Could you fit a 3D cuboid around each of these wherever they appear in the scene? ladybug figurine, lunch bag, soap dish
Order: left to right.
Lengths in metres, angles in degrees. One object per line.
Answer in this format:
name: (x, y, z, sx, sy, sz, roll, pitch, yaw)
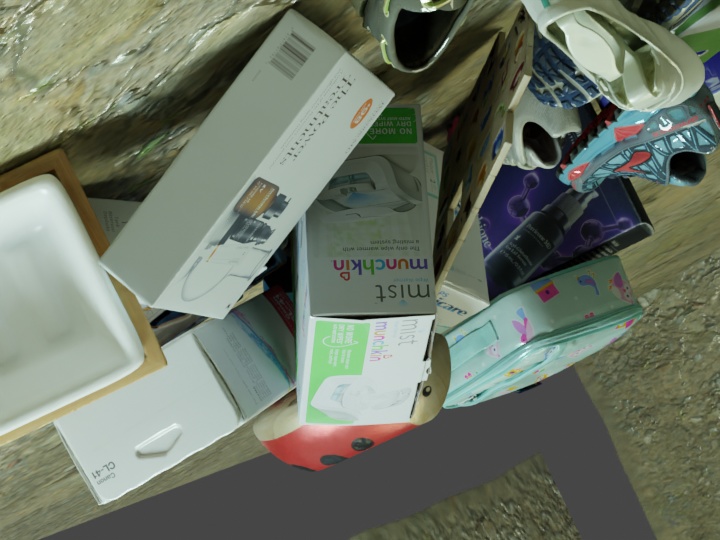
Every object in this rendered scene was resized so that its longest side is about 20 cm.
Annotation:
soap dish: (-0.247, 0.032, 1.163, 0.200, 0.158, 0.081, -25, -173, 3)
ladybug figurine: (-0.004, 0.116, 1.492, 0.200, 0.072, 0.136, -28, 174, 34)
lunch bag: (0.152, 0.063, 1.642, 0.160, 0.077, 0.200, -19, 168, -33)

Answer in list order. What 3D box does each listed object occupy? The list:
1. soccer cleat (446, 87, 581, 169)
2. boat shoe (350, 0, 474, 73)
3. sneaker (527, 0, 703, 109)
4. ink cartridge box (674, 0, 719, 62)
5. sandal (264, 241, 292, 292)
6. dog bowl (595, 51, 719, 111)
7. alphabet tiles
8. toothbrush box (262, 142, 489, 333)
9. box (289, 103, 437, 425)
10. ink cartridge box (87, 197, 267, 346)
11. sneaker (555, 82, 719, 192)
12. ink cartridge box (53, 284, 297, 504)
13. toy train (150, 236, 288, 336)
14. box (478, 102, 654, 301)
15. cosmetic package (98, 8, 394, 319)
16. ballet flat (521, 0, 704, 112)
soccer cleat: (0.128, -0.113, 1.500, 0.070, 0.086, 0.200, -22, 170, -19)
boat shoe: (0.045, -0.177, 1.031, 0.072, 0.060, 0.202, -22, 170, -17)
sneaker: (0.204, -0.188, 1.340, 0.085, 0.077, 0.200, -21, 171, -45)
ink cartridge box: (0.285, -0.225, 1.380, 0.104, 0.059, 0.200, -17, 167, -36)
sandal: (-0.029, -0.054, 1.488, 0.043, 0.076, 0.200, -5, 148, -46)
dog bowl: (0.316, -0.181, 1.631, 0.200, 0.079, 0.200, -24, 170, -5)
alphabet tiles: (0.090, -0.101, 1.305, 0.008, 0.167, 0.200, 17, 134, -8)
toothbrush box: (0.009, -0.003, 1.550, 0.085, 0.147, 0.200, 23, 140, -38)
box: (0.000, 0.000, 1.339, 0.096, 0.177, 0.200, 0, 154, -5)
ink cartridge box: (-0.197, 0.011, 1.335, 0.176, 0.045, 0.200, 5, 153, -37)
sneaker: (0.228, -0.093, 1.430, 0.079, 0.096, 0.200, -48, -179, -22)
ink cartridge box: (-0.131, 0.095, 1.411, 0.147, 0.086, 0.200, -32, 178, 19)
toy train: (-0.143, 0.005, 1.471, 0.200, 0.087, 0.114, -32, 177, 30)
box: (0.154, -0.060, 1.670, 0.200, 0.148, 0.104, -28, 169, 12)
cosmetic package: (-0.069, -0.063, 1.156, 0.200, 0.052, 0.151, -52, 169, 5)
ballet flat: (0.179, -0.150, 1.247, 0.069, 0.070, 0.200, -31, 139, 28)
